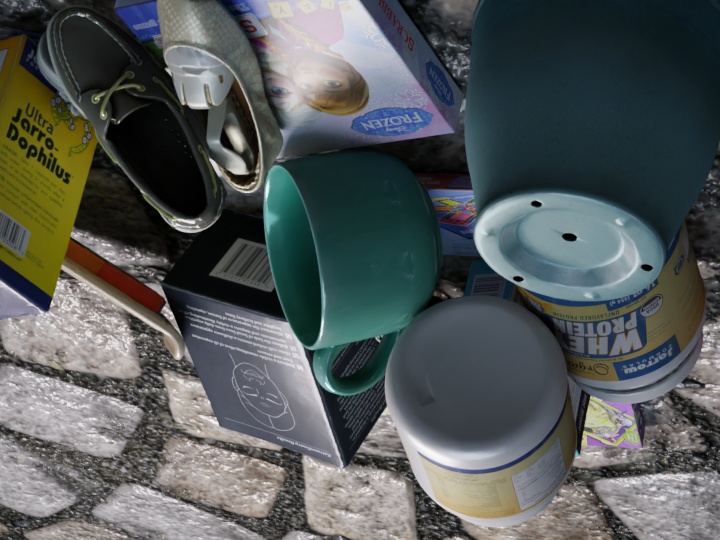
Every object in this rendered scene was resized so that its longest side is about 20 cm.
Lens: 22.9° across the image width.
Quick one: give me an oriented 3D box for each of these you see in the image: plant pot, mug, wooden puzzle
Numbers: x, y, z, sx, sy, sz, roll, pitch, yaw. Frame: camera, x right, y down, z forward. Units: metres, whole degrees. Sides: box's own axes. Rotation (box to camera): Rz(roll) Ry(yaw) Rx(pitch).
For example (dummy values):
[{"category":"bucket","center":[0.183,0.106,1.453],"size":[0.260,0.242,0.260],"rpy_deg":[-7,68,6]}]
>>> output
[{"category":"plant pot","center":[0.162,-0.090,1.259],"size":[0.199,0.189,0.200],"rpy_deg":[10,148,6]},{"category":"mug","center":[-0.003,-0.011,1.445],"size":[0.114,0.152,0.185],"rpy_deg":[-12,140,-17]},{"category":"wooden puzzle","center":[-0.238,0.002,1.615],"size":[0.200,0.037,0.185],"rpy_deg":[38,176,-9]}]

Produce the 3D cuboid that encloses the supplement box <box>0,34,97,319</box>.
[{"category":"supplement box","center":[-0.297,-0.070,1.422],"size":[0.109,0.201,0.109],"rpy_deg":[-9,146,33]}]

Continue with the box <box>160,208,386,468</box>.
[{"category":"box","center":[-0.069,0.061,1.610],"size":[0.148,0.107,0.200],"rpy_deg":[15,141,29]}]

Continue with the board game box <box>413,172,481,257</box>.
[{"category":"board game box","center":[0.059,-0.048,1.530],"size":[0.199,0.020,0.103],"rpy_deg":[3,149,17]}]

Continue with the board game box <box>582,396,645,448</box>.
[{"category":"board game box","center":[0.204,0.112,1.721],"size":[0.120,0.032,0.200],"rpy_deg":[5,148,20]}]

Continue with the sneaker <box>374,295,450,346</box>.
[{"category":"sneaker","center":[0.049,0.066,1.581],"size":[0.200,0.089,0.074],"rpy_deg":[18,-166,-48]}]

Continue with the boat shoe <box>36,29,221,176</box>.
[{"category":"boat shoe","center":[-0.183,-0.130,1.447],"size":[0.202,0.075,0.065],"rpy_deg":[27,143,-33]}]

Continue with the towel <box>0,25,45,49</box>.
[{"category":"towel","center":[-0.333,-0.163,1.501],"size":[0.199,0.024,0.147],"rpy_deg":[9,149,9]}]

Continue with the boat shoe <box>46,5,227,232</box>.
[{"category":"boat shoe","center":[-0.170,-0.119,1.356],"size":[0.202,0.072,0.060],"rpy_deg":[56,176,-3]}]

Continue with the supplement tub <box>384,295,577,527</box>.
[{"category":"supplement tub","center":[0.103,0.121,1.454],"size":[0.144,0.145,0.200],"rpy_deg":[6,156,13]}]

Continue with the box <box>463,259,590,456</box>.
[{"category":"box","center":[0.149,0.080,1.592],"size":[0.049,0.082,0.200],"rpy_deg":[-5,140,27]}]

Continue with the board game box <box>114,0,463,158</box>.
[{"category":"board game box","center":[-0.053,-0.166,1.363],"size":[0.199,0.041,0.200],"rpy_deg":[-6,144,31]}]

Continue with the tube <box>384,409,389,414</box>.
[{"category":"tube","center":[0.065,0.132,1.781],"size":[0.199,0.052,0.058],"rpy_deg":[9,110,37]}]

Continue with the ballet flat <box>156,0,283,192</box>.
[{"category":"ballet flat","center":[-0.105,-0.131,1.340],"size":[0.067,0.063,0.200],"rpy_deg":[3,147,23]}]

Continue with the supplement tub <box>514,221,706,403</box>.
[{"category":"supplement tub","center":[0.200,0.005,1.437],"size":[0.144,0.145,0.200],"rpy_deg":[0,146,22]}]
